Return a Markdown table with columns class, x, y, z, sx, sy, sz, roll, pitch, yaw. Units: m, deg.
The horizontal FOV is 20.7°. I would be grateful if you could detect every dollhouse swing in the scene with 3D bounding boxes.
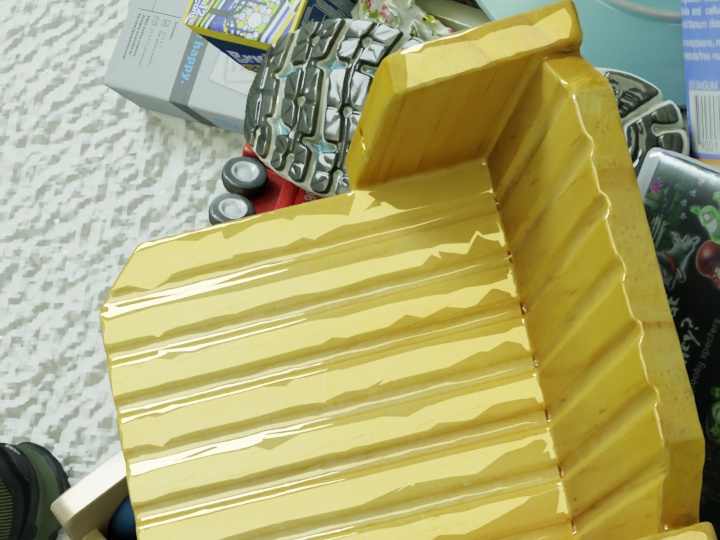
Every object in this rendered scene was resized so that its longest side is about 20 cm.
| class | x | y | z | sx | sy | sz | roll | pitch | yaw |
| --- | --- | --- | --- | --- | --- | --- | --- | --- | --- |
| dollhouse swing | 0.002 | 0.037 | 0.708 | 0.174 | 0.182 | 0.202 | -9 | 75 | -10 |

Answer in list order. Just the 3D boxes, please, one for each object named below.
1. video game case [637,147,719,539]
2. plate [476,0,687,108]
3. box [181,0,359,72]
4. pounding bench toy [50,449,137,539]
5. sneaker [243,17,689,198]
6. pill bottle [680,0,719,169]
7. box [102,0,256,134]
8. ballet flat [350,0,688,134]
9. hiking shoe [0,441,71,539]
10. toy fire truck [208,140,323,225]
| class | x | y | z | sx | sy | sz | roll | pitch | yaw |
| --- | --- | --- | --- | --- | --- | --- | --- | --- | --- |
| video game case | 0.149 | 0.077 | 0.730 | 0.181 | 0.023 | 0.202 | 25 | 98 | 34 |
| plate | 0.131 | -0.169 | 0.869 | 0.198 | 0.026 | 0.202 | 3 | 73 | -9 |
| box | -0.010 | -0.194 | 0.962 | 0.070 | 0.064 | 0.201 | 17 | 82 | 33 |
| pounding bench toy | -0.010 | 0.112 | 0.880 | 0.199 | 0.125 | 0.156 | -36 | 56 | -12 |
| sneaker | 0.043 | -0.048 | 0.847 | 0.198 | 0.090 | 0.079 | 14 | 79 | 18 |
| pill bottle | 0.183 | -0.128 | 0.793 | 0.111 | 0.112 | 0.202 | 0 | 98 | 30 |
| box | -0.025 | -0.143 | 1.016 | 0.199 | 0.041 | 0.157 | 17 | 84 | 32 |
| ballet flat | 0.086 | -0.101 | 0.892 | 0.198 | 0.064 | 0.076 | 17 | 45 | 16 |
| hiking shoe | -0.234 | 0.171 | 1.013 | 0.075 | 0.100 | 0.201 | 28 | 91 | 34 |
| toy fire truck | 0.000 | 0.000 | 0.868 | 0.140 | 0.049 | 0.201 | 14 | 46 | 2 |
